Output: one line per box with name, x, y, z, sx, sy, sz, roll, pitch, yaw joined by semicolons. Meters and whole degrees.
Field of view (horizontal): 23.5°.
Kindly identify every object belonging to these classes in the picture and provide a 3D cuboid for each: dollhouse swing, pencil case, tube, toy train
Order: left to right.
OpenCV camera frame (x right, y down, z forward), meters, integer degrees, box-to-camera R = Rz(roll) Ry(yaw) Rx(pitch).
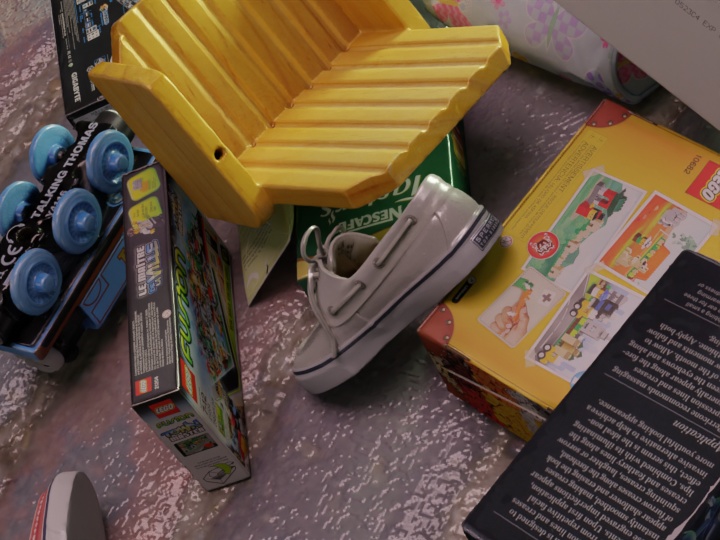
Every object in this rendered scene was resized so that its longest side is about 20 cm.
toy train;-0.208;-0.018;1.249;0.086;0.114;0.201;8;58;35
tube;-0.070;-0.073;1.266;0.052;0.058;0.201;-14;49;10
dollhouse swing;-0.035;-0.149;1.147;0.200;0.182;0.176;-47;15;-25
pencil case;0.136;-0.190;1.227;0.200;0.083;0.091;32;110;39

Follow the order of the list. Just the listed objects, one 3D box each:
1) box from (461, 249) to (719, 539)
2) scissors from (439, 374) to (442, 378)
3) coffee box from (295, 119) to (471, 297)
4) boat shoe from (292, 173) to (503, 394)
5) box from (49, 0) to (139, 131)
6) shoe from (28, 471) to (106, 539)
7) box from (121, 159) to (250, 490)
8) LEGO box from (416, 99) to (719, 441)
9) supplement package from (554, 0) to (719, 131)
box;0.172;0.120;0.927;0.107;0.149;0.200;29;72;39
scissors;0.142;0.024;1.111;0.199;0.014;0.074;-16;50;13
coffee box;0.015;-0.073;1.226;0.122;0.044;0.201;-14;50;16
boat shoe;-0.002;0.002;1.088;0.202;0.086;0.075;-42;8;47
box;-0.174;-0.210;1.427;0.158;0.046;0.201;-24;48;8
shoe;-0.215;0.223;1.094;0.090;0.072;0.201;-11;55;12
box;-0.119;0.035;1.166;0.034;0.110;0.201;-19;49;12
LEGO box;0.156;0.014;1.054;0.149;0.077;0.200;31;74;33
supplement package;0.255;-0.201;1.041;0.191;0.147;0.200;40;47;9
